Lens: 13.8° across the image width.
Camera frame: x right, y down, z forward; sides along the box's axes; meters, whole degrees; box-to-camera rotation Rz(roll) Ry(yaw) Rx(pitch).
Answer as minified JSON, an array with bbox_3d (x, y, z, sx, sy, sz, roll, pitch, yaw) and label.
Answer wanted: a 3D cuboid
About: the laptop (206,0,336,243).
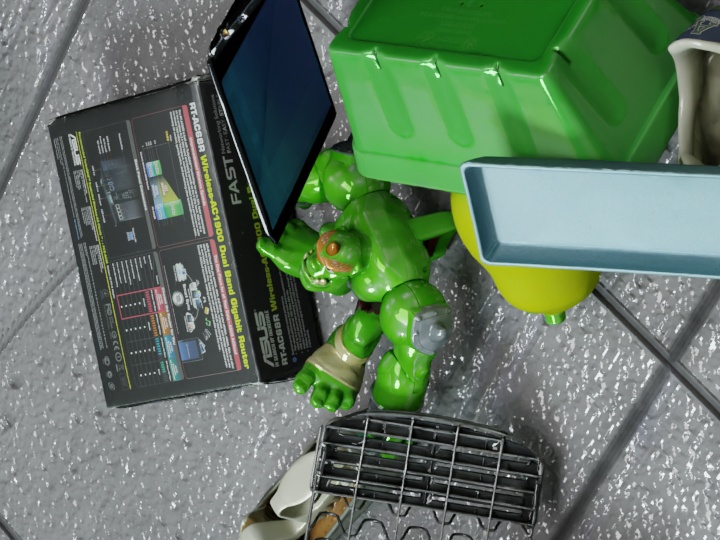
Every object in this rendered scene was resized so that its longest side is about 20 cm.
[{"bbox_3d":[-0.014,-0.148,1.690,0.103,0.177,0.200,37,119,-9],"label":"laptop"}]

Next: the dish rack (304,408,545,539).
[{"bbox_3d":[0.030,0.181,1.789,0.153,0.055,0.201,9,101,-1],"label":"dish rack"}]

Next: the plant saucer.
[{"bbox_3d":[0.153,-0.029,1.573,0.199,0.019,0.070,4,130,24],"label":"plant saucer"}]

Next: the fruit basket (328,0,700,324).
[{"bbox_3d":[0.099,-0.079,1.682,0.215,0.156,0.216,27,157,12],"label":"fruit basket"}]

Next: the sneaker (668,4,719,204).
[{"bbox_3d":[0.205,-0.045,1.598,0.067,0.090,0.201,-5,96,42],"label":"sneaker"}]

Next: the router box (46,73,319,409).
[{"bbox_3d":[-0.114,-0.019,1.916,0.150,0.062,0.201,-11,92,44],"label":"router box"}]

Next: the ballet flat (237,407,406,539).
[{"bbox_3d":[-0.042,0.154,1.886,0.200,0.064,0.067,-50,60,37],"label":"ballet flat"}]

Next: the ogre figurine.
[{"bbox_3d":[0.000,0.000,1.798,0.120,0.098,0.200,130,142,-53],"label":"ogre figurine"}]
